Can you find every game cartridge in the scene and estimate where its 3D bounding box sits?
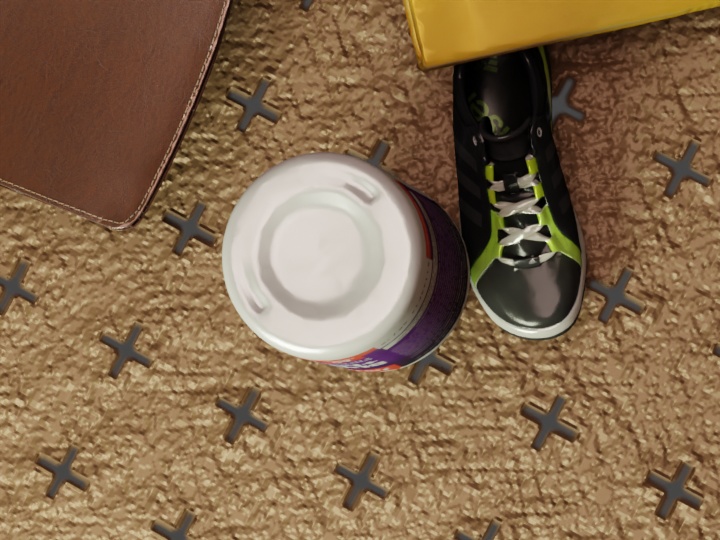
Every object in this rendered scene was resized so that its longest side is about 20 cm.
[{"bbox_3d":[0.112,-0.218,1.617,0.199,0.032,0.177,-12,92,-6],"label":"game cartridge"}]

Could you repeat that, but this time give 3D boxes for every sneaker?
[{"bbox_3d":[0.081,-0.058,1.655,0.071,0.083,0.201,-12,82,12],"label":"sneaker"}]

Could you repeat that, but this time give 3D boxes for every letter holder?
[{"bbox_3d":[-0.140,-0.129,1.698,0.142,0.101,0.201,20,90,17],"label":"letter holder"}]

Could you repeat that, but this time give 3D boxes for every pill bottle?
[{"bbox_3d":[0.000,0.000,1.607,0.111,0.200,0.112,-1,85,13],"label":"pill bottle"}]
